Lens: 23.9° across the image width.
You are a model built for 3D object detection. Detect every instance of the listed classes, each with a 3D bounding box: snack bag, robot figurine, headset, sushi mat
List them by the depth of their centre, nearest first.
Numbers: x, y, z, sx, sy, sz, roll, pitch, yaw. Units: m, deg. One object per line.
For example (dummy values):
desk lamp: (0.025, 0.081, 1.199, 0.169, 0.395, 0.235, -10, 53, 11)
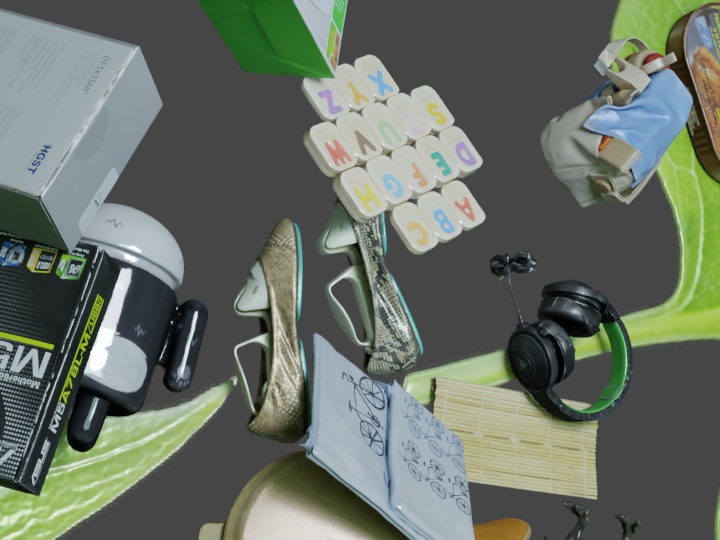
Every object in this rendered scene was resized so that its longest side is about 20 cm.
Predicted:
robot figurine: (-0.220, 0.044, 1.398, 0.150, 0.124, 0.201, 32, 66, -42)
snack bag: (0.027, 0.155, 1.492, 0.200, 0.021, 0.189, 41, 24, -22)
headset: (0.197, 0.058, 1.649, 0.200, 0.094, 0.124, 46, 63, -17)
sushi mat: (0.151, 0.164, 1.652, 0.199, 0.012, 0.097, 12, 76, -28)

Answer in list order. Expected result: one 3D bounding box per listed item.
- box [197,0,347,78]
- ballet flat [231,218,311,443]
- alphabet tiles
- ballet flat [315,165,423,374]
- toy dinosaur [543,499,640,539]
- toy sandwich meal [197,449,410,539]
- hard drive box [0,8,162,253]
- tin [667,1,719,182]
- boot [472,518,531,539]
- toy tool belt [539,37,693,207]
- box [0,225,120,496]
box: (-0.073, -0.289, 1.487, 0.096, 0.200, 0.178, 7, 75, 13)
ballet flat: (-0.082, 0.053, 1.509, 0.065, 0.070, 0.202, -1, 79, -15)
alphabet tiles: (0.033, -0.112, 1.582, 0.200, 0.015, 0.196, -26, 80, -49)
ballet flat: (0.000, 0.000, 1.568, 0.075, 0.068, 0.202, -14, 92, -15)
toy dinosaur: (0.227, 0.277, 1.660, 0.199, 0.047, 0.089, 15, 89, -28)
toy sandwich meal: (-0.038, 0.253, 1.467, 0.203, 0.070, 0.207, 6, 67, -13)
hard drive box: (-0.283, -0.120, 1.340, 0.156, 0.199, 0.077, -61, 155, -26)
tin: (0.396, -0.189, 1.836, 0.111, 0.042, 0.202, -18, 91, -27)
boot: (0.054, 0.225, 1.554, 0.200, 0.071, 0.145, -25, 95, -26)
toy tool belt: (0.281, -0.159, 1.715, 0.125, 0.123, 0.200, 46, 63, -16)
box: (-0.309, 0.058, 1.319, 0.198, 0.048, 0.194, 12, 69, 18)
